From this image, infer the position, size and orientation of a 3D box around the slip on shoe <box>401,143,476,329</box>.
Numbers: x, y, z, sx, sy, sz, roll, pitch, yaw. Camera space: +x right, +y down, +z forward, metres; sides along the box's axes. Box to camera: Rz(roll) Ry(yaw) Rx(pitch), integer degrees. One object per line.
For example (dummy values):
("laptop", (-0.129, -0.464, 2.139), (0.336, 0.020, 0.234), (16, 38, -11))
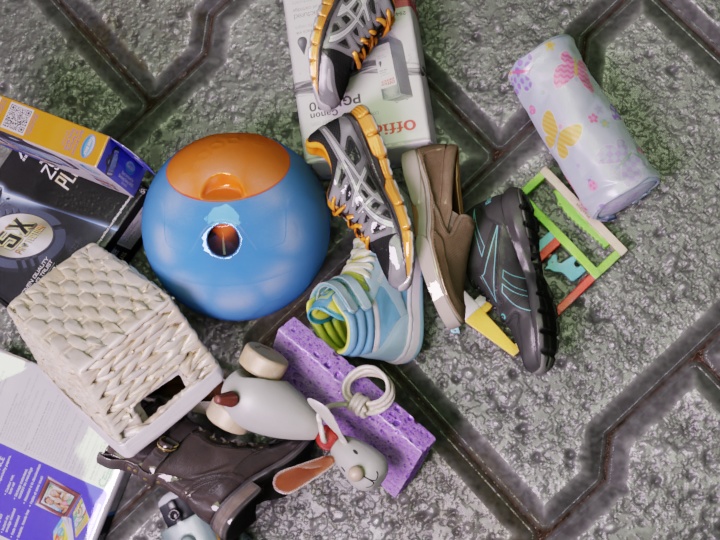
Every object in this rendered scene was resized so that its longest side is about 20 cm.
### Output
("slip on shoe", (0.091, -0.040, 1.188), (0.060, 0.076, 0.201), (-15, 66, 12))

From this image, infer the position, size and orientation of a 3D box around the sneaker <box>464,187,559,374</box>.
("sneaker", (0.159, 0.015, 1.207), (0.079, 0.075, 0.201), (-15, 73, 21))

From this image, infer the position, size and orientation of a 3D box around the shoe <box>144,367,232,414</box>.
("shoe", (-0.215, 0.116, 1.275), (0.199, 0.053, 0.070), (15, 85, 11))

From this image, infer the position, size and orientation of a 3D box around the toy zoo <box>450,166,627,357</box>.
("toy zoo", (0.174, 0.001, 1.244), (0.200, 0.020, 0.131), (-44, 78, 2))

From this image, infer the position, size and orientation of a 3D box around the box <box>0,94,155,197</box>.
("box", (-0.318, -0.133, 1.206), (0.199, 0.119, 0.042), (23, 83, 12))

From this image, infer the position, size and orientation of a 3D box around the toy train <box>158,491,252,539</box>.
("toy train", (-0.151, 0.316, 1.206), (0.085, 0.114, 0.201), (-27, 79, 4))

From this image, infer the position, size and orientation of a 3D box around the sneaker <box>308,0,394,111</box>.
("sneaker", (-0.003, -0.262, 1.191), (0.077, 0.078, 0.201), (15, 85, 4))

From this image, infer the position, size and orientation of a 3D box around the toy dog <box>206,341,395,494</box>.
("toy dog", (-0.071, 0.151, 1.133), (0.199, 0.096, 0.133), (11, 99, 18))

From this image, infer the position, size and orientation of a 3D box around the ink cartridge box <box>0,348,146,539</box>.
("ink cartridge box", (-0.359, 0.213, 1.289), (0.199, 0.043, 0.199), (21, 86, 9))

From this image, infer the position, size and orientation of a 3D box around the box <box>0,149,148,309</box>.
("box", (-0.348, -0.047, 1.303), (0.164, 0.086, 0.200), (35, 89, 13))

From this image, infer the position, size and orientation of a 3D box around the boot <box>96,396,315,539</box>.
("boot", (-0.156, 0.184, 1.204), (0.174, 0.200, 0.069), (31, 124, 19))

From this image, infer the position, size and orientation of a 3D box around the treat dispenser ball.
("treat dispenser ball", (-0.131, -0.047, 1.209), (0.200, 0.201, 0.202), (-1, 82, 9))

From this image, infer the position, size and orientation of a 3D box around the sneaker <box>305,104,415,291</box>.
("sneaker", (0.005, -0.069, 1.176), (0.077, 0.078, 0.201), (-19, 75, -4))

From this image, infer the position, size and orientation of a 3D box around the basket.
("basket", (-0.260, 0.075, 1.181), (0.135, 0.124, 0.200), (-40, 39, -20))

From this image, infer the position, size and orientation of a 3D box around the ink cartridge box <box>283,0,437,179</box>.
("ink cartridge box", (0.000, -0.215, 1.271), (0.145, 0.085, 0.201), (-10, 82, 8))

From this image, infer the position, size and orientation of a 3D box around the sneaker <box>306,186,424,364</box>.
("sneaker", (0.000, 0.000, 1.213), (0.079, 0.130, 0.201), (-17, 75, 51))

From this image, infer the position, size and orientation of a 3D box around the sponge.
("sponge", (-0.015, 0.146, 1.212), (0.200, 0.112, 0.030), (40, 55, 12))

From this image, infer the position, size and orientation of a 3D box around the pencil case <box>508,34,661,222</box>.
("pencil case", (0.240, -0.155, 1.222), (0.090, 0.083, 0.201), (-22, 76, -36))
